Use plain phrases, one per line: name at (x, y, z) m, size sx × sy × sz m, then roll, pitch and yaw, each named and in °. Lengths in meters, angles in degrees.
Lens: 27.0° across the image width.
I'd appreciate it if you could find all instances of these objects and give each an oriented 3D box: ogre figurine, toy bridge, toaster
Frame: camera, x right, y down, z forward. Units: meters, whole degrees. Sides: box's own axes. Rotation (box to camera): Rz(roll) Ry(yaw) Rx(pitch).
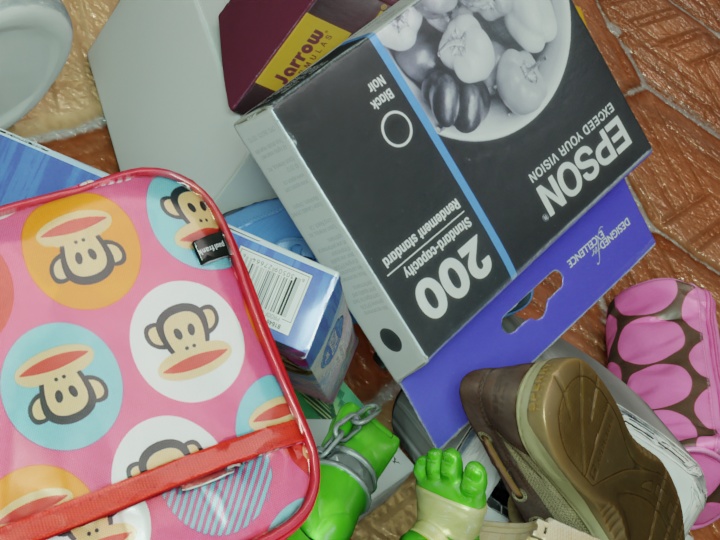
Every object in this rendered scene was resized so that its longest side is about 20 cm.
ogre figurine at (0.026, 0.164, 0.637) m, size 0.119 × 0.098 × 0.202 m, roll -32°, pitch 99°, yaw -41°
toy bridge at (0.061, 0.150, 0.757) m, size 0.067 × 0.200 × 0.027 m, roll 23°, pitch 70°, yaw -3°
toaster at (0.105, 0.104, 0.864) m, size 0.199 × 0.114 × 0.129 m, roll 34°, pitch 6°, yaw -20°

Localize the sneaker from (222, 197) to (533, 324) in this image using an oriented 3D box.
sneaker at (0.000, 0.000, 0.828) m, size 0.197 × 0.067 × 0.078 m, roll 2°, pitch 14°, yaw -11°

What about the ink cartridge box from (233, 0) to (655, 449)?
ink cartridge box at (0.063, -0.045, 0.770) m, size 0.198 × 0.043 × 0.201 m, roll -40°, pitch 106°, yaw -29°

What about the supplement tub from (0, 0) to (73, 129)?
supplement tub at (-0.259, -0.175, 0.836) m, size 0.122 × 0.123 × 0.201 m, roll -15°, pitch 63°, yaw -52°

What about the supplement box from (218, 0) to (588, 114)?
supplement box at (0.031, -0.123, 0.862) m, size 0.198 × 0.110 × 0.086 m, roll 18°, pitch 43°, yaw -30°

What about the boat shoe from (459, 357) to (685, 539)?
boat shoe at (0.109, 0.118, 0.770) m, size 0.201 × 0.071 × 0.073 m, roll 54°, pitch 49°, yaw -38°

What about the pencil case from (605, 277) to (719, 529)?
pencil case at (0.223, 0.087, 1.057) m, size 0.090 × 0.094 × 0.201 m, roll 28°, pitch 35°, yaw -19°

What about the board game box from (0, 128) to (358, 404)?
board game box at (-0.101, -0.001, 0.712) m, size 0.198 × 0.044 × 0.199 m, roll 23°, pitch -8°, yaw 7°

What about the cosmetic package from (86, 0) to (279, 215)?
cosmetic package at (-0.046, -0.090, 0.959) m, size 0.198 × 0.123 × 0.201 m, roll 9°, pitch 45°, yaw -37°

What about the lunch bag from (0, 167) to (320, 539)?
lunch bag at (-0.120, 0.071, 0.538) m, size 0.198 × 0.082 × 0.178 m, roll -19°, pitch 82°, yaw -24°

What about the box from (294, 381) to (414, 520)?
box at (-0.071, 0.095, 0.799) m, size 0.145 × 0.036 × 0.199 m, roll 48°, pitch 32°, yaw 11°
